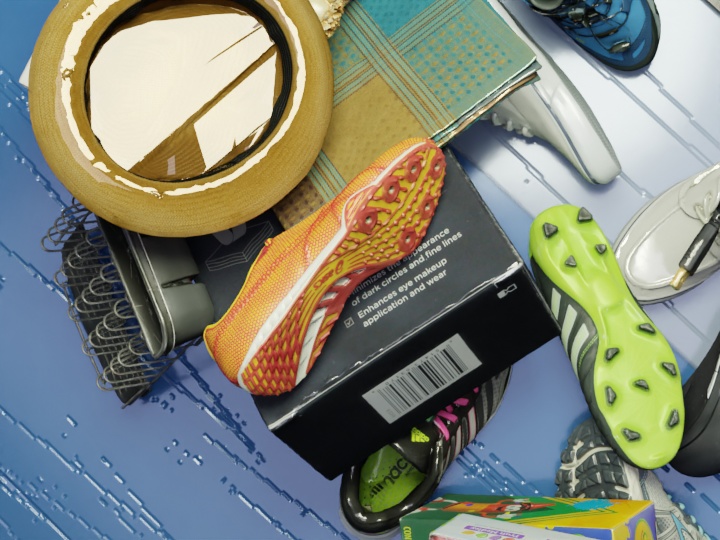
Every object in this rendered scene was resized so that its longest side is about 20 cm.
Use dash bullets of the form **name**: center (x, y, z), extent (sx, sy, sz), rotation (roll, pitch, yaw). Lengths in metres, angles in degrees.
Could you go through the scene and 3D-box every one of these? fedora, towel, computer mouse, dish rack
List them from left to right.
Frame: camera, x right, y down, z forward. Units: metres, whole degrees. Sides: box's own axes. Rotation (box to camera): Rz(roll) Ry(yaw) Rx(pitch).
- **dish rack**: center (-0.173, 0.011, 1.229), extent (0.054, 0.200, 0.154), rotation (-15, 75, -32)
- **fedora**: center (-0.117, -0.115, 1.133), extent (0.200, 0.082, 0.202), rotation (1, 87, -15)
- **towel**: center (0.008, -0.121, 1.184), extent (0.200, 0.022, 0.147), rotation (-36, 54, 4)
- **computer mouse**: center (0.259, 0.050, 1.211), extent (0.140, 0.046, 0.200), rotation (29, 97, -28)

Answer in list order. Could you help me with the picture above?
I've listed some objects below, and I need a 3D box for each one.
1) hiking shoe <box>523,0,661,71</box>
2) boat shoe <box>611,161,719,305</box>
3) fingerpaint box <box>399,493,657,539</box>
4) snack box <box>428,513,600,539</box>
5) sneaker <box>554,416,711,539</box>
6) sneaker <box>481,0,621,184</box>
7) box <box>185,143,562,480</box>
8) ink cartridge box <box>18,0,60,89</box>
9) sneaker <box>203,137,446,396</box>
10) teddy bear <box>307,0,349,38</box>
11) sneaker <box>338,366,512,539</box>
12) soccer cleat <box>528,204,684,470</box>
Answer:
- **hiking shoe**: center (0.137, -0.196, 1.211), extent (0.074, 0.087, 0.200), rotation (-24, 127, 35)
- **boat shoe**: center (0.262, -0.043, 1.239), extent (0.200, 0.066, 0.072), rotation (-30, 86, 5)
- **fingerpaint box**: center (0.122, 0.260, 1.199), extent (0.166, 0.073, 0.201), rotation (-2, 98, 34)
- **snack box**: center (0.138, 0.243, 1.110), extent (0.199, 0.053, 0.143), rotation (7, 103, 29)
- **sneaker**: center (0.204, 0.194, 1.239), extent (0.086, 0.078, 0.201), rotation (-17, 88, -38)
- **sneaker**: center (0.107, -0.131, 1.263), extent (0.071, 0.073, 0.200), rotation (-41, 76, 13)
- **box**: center (0.000, 0.000, 1.206), extent (0.196, 0.117, 0.200), rotation (-33, 58, 5)
- **ink cartridge box**: center (-0.145, -0.192, 1.247), extent (0.084, 0.145, 0.200), rotation (28, 91, 7)
- **sneaker**: center (-0.025, -0.014, 1.115), extent (0.200, 0.073, 0.077), rotation (-46, 47, -8)
- **teddy bear**: center (-0.022, -0.217, 1.223), extent (0.067, 0.200, 0.145), rotation (36, 126, -22)
- **sneaker**: center (0.047, 0.109, 1.249), extent (0.074, 0.087, 0.200), rotation (34, 92, 6)
- **soccer cleat**: center (0.170, 0.048, 1.225), extent (0.067, 0.081, 0.201), rotation (-17, 70, -9)
